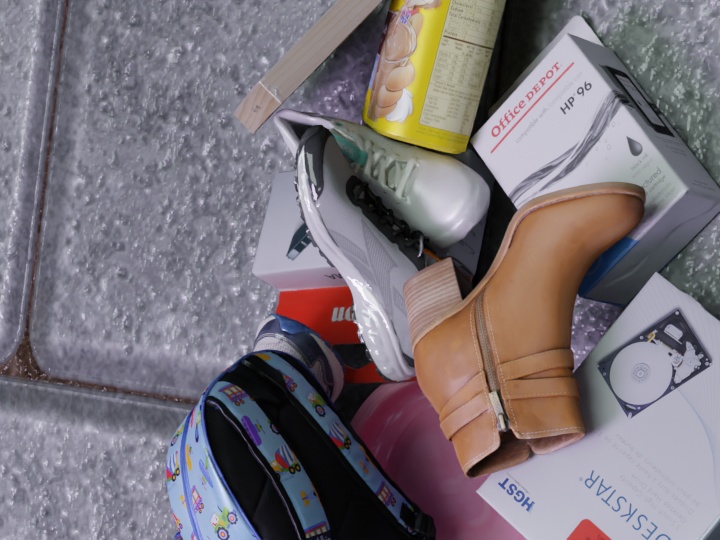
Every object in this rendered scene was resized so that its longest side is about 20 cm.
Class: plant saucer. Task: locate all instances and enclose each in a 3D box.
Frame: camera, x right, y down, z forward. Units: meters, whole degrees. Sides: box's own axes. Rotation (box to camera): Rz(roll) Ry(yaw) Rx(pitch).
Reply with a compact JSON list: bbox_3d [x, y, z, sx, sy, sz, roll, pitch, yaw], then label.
[{"bbox_3d":[0.069,0.172,1.519,0.199,0.051,0.203,-6,80,37],"label":"plant saucer"}]

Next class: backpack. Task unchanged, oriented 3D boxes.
[{"bbox_3d":[-0.067,0.169,1.450,0.134,0.182,0.201,-30,95,34],"label":"backpack"}]

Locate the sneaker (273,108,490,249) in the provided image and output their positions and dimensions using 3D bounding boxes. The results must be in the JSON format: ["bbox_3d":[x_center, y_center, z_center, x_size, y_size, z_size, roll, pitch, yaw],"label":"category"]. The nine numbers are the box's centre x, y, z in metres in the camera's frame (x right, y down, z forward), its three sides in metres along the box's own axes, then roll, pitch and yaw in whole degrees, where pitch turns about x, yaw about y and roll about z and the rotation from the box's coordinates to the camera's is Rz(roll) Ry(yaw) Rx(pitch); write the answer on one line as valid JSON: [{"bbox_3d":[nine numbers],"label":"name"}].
[{"bbox_3d":[0.008,-0.076,1.514,0.199,0.088,0.076,22,79,44],"label":"sneaker"}]

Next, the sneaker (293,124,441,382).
[{"bbox_3d":[0.015,-0.020,1.470,0.079,0.074,0.201,-23,103,22],"label":"sneaker"}]

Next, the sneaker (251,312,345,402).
[{"bbox_3d":[-0.066,0.119,1.554,0.076,0.085,0.201,22,138,14],"label":"sneaker"}]

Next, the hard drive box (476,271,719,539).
[{"bbox_3d":[0.205,0.131,1.369,0.156,0.077,0.201,39,92,34],"label":"hard drive box"}]

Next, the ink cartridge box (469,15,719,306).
[{"bbox_3d":[0.161,-0.088,1.469,0.116,0.068,0.201,-47,59,23],"label":"ink cartridge box"}]

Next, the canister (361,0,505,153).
[{"bbox_3d":[0.064,-0.198,1.514,0.086,0.149,0.202,14,98,-7],"label":"canister"}]

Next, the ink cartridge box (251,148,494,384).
[{"bbox_3d":[0.000,0.000,1.569,0.199,0.043,0.175,-5,62,37],"label":"ink cartridge box"}]

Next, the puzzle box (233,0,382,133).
[{"bbox_3d":[-0.036,-0.171,1.545,0.025,0.200,0.133,44,83,-5],"label":"puzzle box"}]

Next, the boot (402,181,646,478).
[{"bbox_3d":[0.129,0.041,1.368,0.199,0.073,0.156,-31,57,23],"label":"boot"}]
